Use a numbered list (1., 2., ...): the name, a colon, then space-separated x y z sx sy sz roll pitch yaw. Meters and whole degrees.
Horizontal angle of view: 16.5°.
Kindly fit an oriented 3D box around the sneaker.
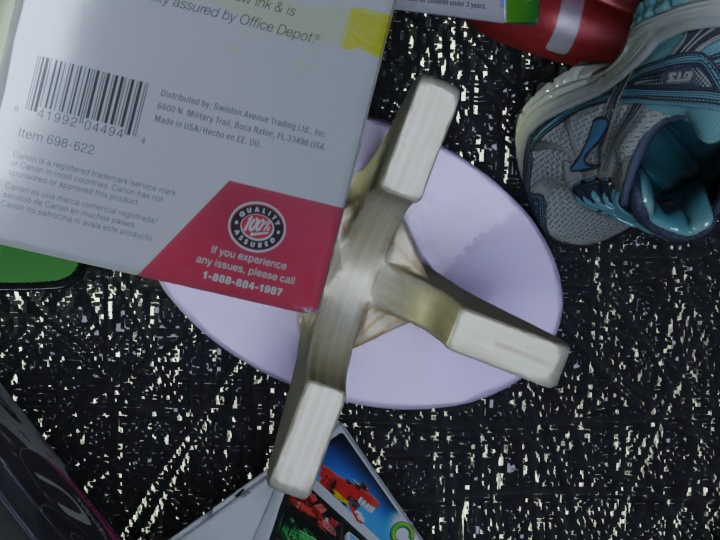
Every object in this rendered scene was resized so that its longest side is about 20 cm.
1. sneaker: 0.118 -0.048 1.050 0.077 0.200 0.087 10 63 -14

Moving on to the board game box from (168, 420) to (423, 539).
1. board game box: -0.003 0.184 1.105 0.126 0.035 0.201 -33 86 -26

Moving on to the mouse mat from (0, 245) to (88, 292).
1. mouse mat: -0.214 -0.054 1.049 0.198 0.162 0.008 0 143 -6

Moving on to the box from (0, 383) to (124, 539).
1. box: -0.183 0.107 1.029 0.115 0.132 0.200 -44 59 3

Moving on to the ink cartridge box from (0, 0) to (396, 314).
1. ink cartridge box: -0.068 -0.100 0.952 0.144 0.083 0.201 14 94 -18

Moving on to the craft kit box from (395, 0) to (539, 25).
1. craft kit box: -0.012 -0.211 1.035 0.199 0.048 0.199 8 97 25

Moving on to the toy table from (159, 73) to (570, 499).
1. toy table: 0.000 0.000 1.082 0.199 0.117 0.185 9 99 -6

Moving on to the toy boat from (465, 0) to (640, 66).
1. toy boat: 0.127 -0.145 1.062 0.199 0.131 0.131 14 98 -8
